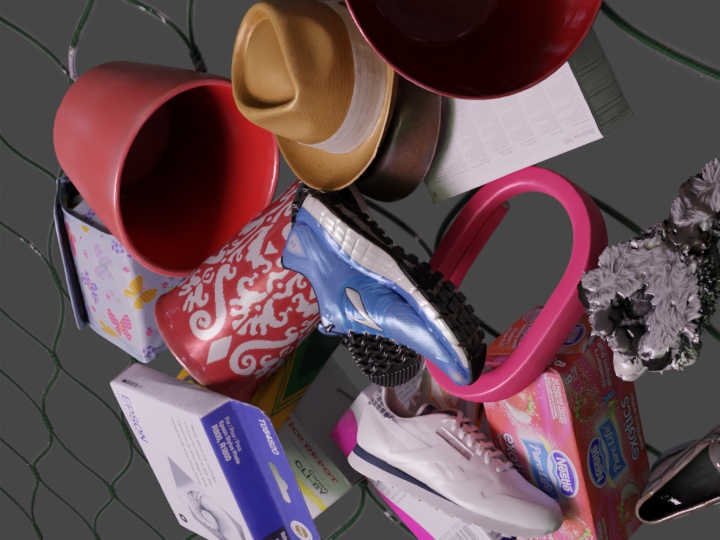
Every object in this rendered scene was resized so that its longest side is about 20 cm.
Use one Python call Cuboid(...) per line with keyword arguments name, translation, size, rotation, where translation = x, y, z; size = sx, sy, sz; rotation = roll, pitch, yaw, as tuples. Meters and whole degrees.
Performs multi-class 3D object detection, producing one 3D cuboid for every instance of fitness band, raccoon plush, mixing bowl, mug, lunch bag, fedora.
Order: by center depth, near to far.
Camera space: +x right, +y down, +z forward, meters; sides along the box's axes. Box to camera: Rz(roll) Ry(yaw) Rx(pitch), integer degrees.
Cuboid(name="mixing bowl", translation=(0.065, -0.221, 0.883), size=(0.202, 0.199, 0.108), rotation=(63, 169, -10))
Cuboid(name="raccoon plush", translation=(0.257, 0.008, 0.936), size=(0.200, 0.134, 0.097), rotation=(-42, 66, 21))
Cuboid(name="fedora", translation=(-0.049, -0.161, 0.991), size=(0.200, 0.081, 0.204), rotation=(0, 90, 55))
Cuboid(name="fitness band", translation=(0.120, 0.012, 1.016), size=(0.144, 0.037, 0.201), rotation=(42, 106, 41))
Cuboid(name="mug", translation=(-0.087, -0.001, 1.196), size=(0.200, 0.178, 0.133), rotation=(-43, 123, 17))
Cuboid(name="lunch bag", translation=(-0.285, -0.010, 1.449), size=(0.199, 0.126, 0.171), rotation=(27, 133, 41))

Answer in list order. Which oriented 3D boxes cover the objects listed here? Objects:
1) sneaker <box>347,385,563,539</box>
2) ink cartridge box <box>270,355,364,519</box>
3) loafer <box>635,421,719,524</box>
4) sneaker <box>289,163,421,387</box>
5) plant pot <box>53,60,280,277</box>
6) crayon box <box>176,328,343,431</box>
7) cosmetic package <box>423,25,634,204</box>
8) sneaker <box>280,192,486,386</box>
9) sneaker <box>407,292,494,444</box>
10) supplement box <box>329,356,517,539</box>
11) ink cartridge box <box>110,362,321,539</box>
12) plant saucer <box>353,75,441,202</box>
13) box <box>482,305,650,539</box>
Cuboid(name="sneaker", translation=(0.085, 0.165, 1.060), size=(0.198, 0.076, 0.081), rotation=(21, 91, 20))
Cuboid(name="ink cartridge box", translation=(-0.066, 0.198, 1.396), size=(0.146, 0.083, 0.200), rotation=(50, 142, 6))
Cuboid(name="loafer", translation=(0.295, 0.159, 0.992), size=(0.072, 0.063, 0.200), rotation=(49, 142, 7))
Cuboid(name="sneaker", translation=(0.001, 0.000, 1.087), size=(0.070, 0.093, 0.202), rotation=(-24, 96, 14))
Cuboid(name="plant pot", translation=(-0.206, -0.120, 1.244), size=(0.177, 0.199, 0.202), rotation=(31, 137, 43))
Cuboid(name="crayon box", translation=(-0.118, 0.110, 1.289), size=(0.125, 0.201, 0.052), rotation=(14, 150, 40))
Cuboid(name="cosmetic package", translation=(0.117, -0.122, 0.986), size=(0.199, 0.050, 0.083), rotation=(-18, 99, 52))
Cuboid(name="sneaker", translation=(0.017, 0.028, 0.999), size=(0.200, 0.078, 0.090), rotation=(41, 109, 15))
Cuboid(name="sneaker", translation=(0.073, 0.111, 1.130), size=(0.091, 0.076, 0.203), rotation=(-14, 82, 10))
Cuboid(name="supplement box", translation=(0.079, 0.190, 1.219), size=(0.200, 0.103, 0.101), rotation=(47, 143, 9))
Cuboid(name="ink cartridge box", translation=(-0.137, 0.196, 1.192), size=(0.199, 0.041, 0.201), rotation=(12, 132, 43))
Cuboid(name="plant saucer", translation=(-0.001, -0.155, 1.049), size=(0.200, 0.034, 0.203), rotation=(29, 125, 52))
Cuboid(name="box", translation=(0.181, 0.144, 1.076), size=(0.095, 0.099, 0.202), rotation=(8, 122, 44))
